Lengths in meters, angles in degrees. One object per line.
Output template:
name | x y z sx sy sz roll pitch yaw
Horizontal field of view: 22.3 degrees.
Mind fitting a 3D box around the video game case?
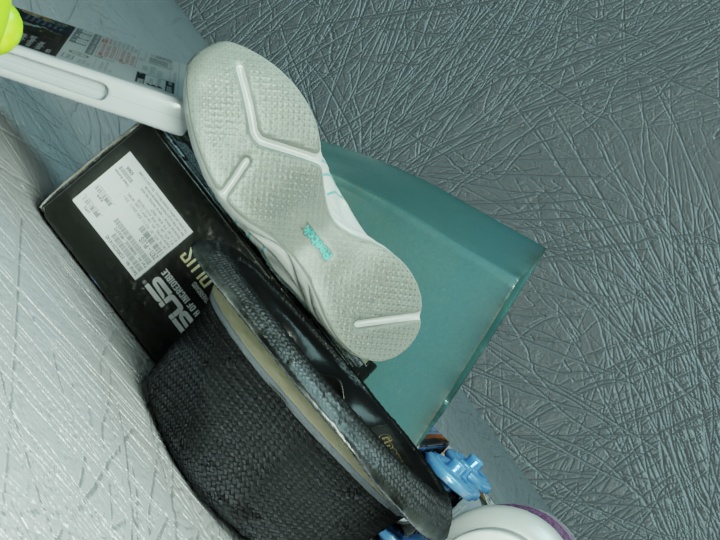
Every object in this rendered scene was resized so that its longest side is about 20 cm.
video game case | -0.186 -0.128 1.073 0.180 0.024 0.200 18 10 -9

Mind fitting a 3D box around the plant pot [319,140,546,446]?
plant pot | 0.000 0.000 1.255 0.199 0.142 0.141 33 15 6

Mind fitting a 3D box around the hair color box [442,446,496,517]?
hair color box | 0.066 0.189 1.540 0.200 0.060 0.099 51 4 -10

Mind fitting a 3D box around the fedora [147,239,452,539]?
fedora | -0.044 0.082 0.939 0.201 0.092 0.201 48 2 -2

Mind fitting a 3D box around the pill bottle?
pill bottle | 0.096 0.216 1.244 0.113 0.112 0.200 52 3 12

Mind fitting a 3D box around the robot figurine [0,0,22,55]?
robot figurine | -0.217 -0.141 0.762 0.175 0.116 0.200 36 15 -53

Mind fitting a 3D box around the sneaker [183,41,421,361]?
sneaker | -0.044 -0.036 1.018 0.201 0.070 0.080 59 -14 -19

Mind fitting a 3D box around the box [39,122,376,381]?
box | -0.088 0.013 1.116 0.201 0.086 0.164 52 5 1

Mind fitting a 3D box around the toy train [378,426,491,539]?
toy train | 0.027 0.147 1.330 0.114 0.087 0.200 43 4 11
